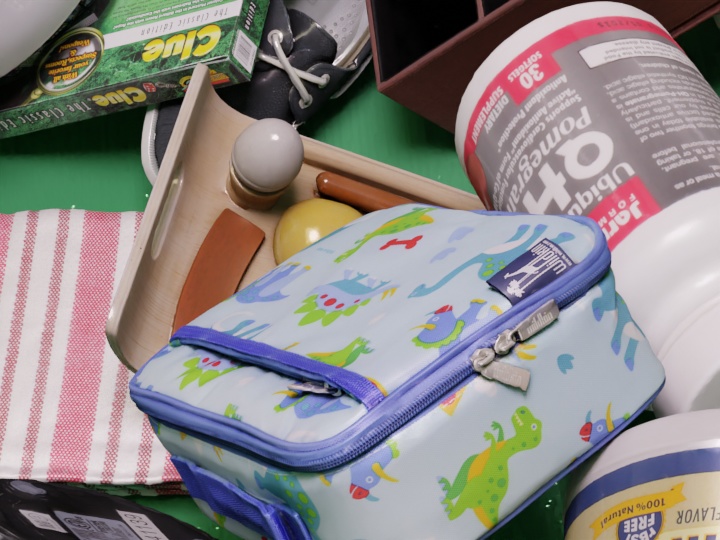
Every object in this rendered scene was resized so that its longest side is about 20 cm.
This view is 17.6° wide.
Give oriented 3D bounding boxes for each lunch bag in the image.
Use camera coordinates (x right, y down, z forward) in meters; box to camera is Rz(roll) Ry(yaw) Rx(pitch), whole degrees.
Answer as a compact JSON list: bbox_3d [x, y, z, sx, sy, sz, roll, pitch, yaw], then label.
[{"bbox_3d":[0.008,0.043,0.900,0.161,0.083,0.200,-34,19,-18],"label":"lunch bag"}]

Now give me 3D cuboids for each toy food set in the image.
[{"bbox_3d":[0.000,0.000,1.040,0.199,0.060,0.144,19,62,-5],"label":"toy food set"}]

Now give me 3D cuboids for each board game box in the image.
[{"bbox_3d":[-0.129,-0.120,1.139,0.199,0.023,0.105,-9,51,32],"label":"board game box"}]

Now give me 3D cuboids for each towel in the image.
[{"bbox_3d":[-0.097,0.039,1.083,0.199,0.030,0.147,1,60,7],"label":"towel"}]

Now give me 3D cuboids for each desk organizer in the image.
[{"bbox_3d":[0.100,-0.138,1.068,0.200,0.077,0.072,-31,51,33],"label":"desk organizer"}]

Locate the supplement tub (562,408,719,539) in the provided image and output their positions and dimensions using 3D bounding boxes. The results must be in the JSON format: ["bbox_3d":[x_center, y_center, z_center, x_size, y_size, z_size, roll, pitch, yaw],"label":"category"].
[{"bbox_3d":[0.140,0.165,0.827,0.144,0.145,0.201,0,59,9],"label":"supplement tub"}]

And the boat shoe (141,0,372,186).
[{"bbox_3d":[-0.033,-0.114,1.127,0.060,0.076,0.200,-4,50,54],"label":"boat shoe"}]

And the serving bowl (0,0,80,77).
[{"bbox_3d":[-0.188,-0.158,1.146,0.200,0.066,0.201,-23,48,28],"label":"serving bowl"}]

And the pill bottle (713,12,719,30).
[{"bbox_3d":[0.229,-0.164,1.103,0.109,0.109,0.201,10,62,15],"label":"pill bottle"}]

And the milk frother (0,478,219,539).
[{"bbox_3d":[-0.089,0.192,0.933,0.199,0.181,0.189,16,98,-13],"label":"milk frother"}]

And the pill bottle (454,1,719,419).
[{"bbox_3d":[0.124,-0.013,0.964,0.110,0.111,0.200,-24,47,-6],"label":"pill bottle"}]
